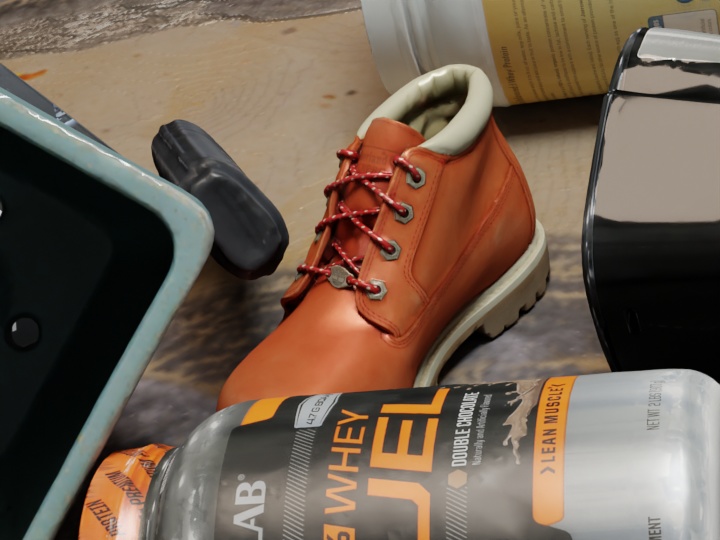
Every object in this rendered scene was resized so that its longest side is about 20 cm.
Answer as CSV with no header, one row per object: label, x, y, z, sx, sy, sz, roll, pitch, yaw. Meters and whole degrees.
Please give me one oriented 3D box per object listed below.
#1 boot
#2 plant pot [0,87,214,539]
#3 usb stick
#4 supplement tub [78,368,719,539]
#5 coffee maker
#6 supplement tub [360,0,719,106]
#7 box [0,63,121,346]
boot,0.000,0.000,0.986,0.075,0.108,0.200,12,40,31
plant pot,-0.166,0.014,0.900,0.195,0.197,0.200,29,6,1
usb stick,-0.061,-0.032,1.059,0.033,0.056,0.200,-36,11,-1
supplement tub,0.020,0.098,0.793,0.199,0.123,0.123,-6,30,13
coffee maker,0.182,-0.008,0.898,0.199,0.135,0.192,-2,32,20
supplement tub,0.104,-0.153,1.166,0.199,0.145,0.145,-7,30,11
box,-0.194,-0.020,1.157,0.160,0.044,0.200,-25,32,-20
